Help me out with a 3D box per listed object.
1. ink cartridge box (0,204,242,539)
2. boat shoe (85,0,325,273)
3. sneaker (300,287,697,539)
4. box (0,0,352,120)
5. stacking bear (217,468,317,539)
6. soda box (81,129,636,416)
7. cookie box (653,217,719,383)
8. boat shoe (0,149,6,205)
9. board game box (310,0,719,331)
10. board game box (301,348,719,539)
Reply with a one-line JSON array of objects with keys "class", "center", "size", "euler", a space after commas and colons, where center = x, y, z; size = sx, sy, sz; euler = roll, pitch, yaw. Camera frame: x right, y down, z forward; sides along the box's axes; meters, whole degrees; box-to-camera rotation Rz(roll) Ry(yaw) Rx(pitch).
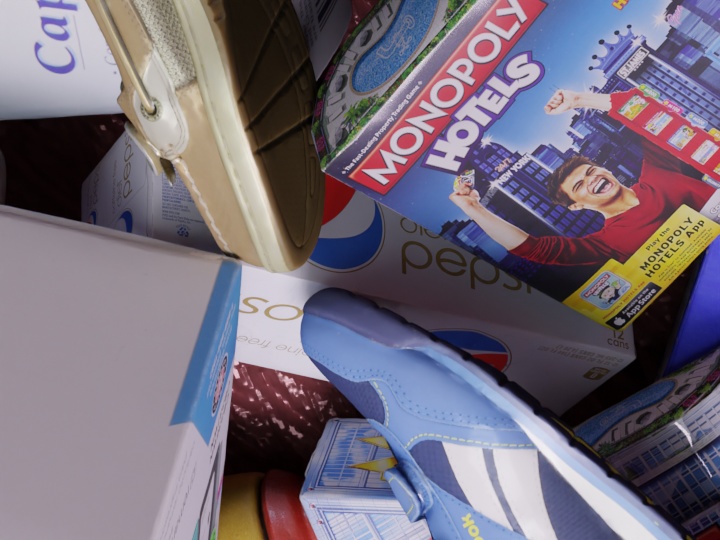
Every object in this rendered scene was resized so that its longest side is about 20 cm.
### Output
[{"class": "ink cartridge box", "center": [-0.131, 0.098, 0.910], "size": [0.146, 0.147, 0.200], "euler": [12, 138, 3]}, {"class": "boat shoe", "center": [-0.068, -0.090, 0.876], "size": [0.063, 0.073, 0.201], "euler": [-14, 111, 22]}, {"class": "sneaker", "center": [0.046, 0.085, 0.890], "size": [0.200, 0.074, 0.082], "euler": [42, 94, 12]}, {"class": "box", "center": [-0.119, -0.153, 0.951], "size": [0.200, 0.105, 0.184], "euler": [-4, 114, 13]}, {"class": "stacking bear", "center": [-0.044, 0.126, 1.073], "size": [0.200, 0.121, 0.114], "euler": [-23, 98, 11]}, {"class": "soda box", "center": [0.000, 0.000, 0.973], "size": [0.200, 0.064, 0.068], "euler": [14, 147, -25]}, {"class": "cookie box", "center": [0.192, 0.075, 1.018], "size": [0.171, 0.075, 0.200], "euler": [17, 118, 2]}, {"class": "boat shoe", "center": [-0.163, 0.015, 1.014], "size": [0.071, 0.064, 0.200], "euler": [4, 153, 3]}, {"class": "board game box", "center": [0.078, -0.100, 0.891], "size": [0.200, 0.062, 0.200], "euler": [29, 114, -34]}, {"class": "board game box", "center": [0.081, 0.121, 0.974], "size": [0.200, 0.062, 0.200], "euler": [-31, 106, 21]}]
